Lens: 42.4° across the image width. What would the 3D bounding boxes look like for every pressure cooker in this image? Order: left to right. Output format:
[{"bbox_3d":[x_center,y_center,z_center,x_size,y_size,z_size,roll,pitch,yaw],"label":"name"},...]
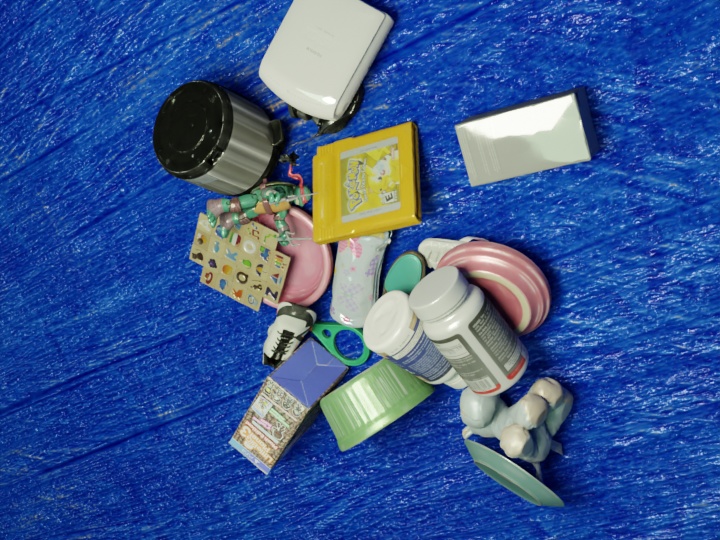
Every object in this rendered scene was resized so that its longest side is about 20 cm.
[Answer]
[{"bbox_3d":[-0.240,-0.220,1.614,0.176,0.200,0.179,35,99,33],"label":"pressure cooker"}]

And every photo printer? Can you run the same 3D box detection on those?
[{"bbox_3d":[-0.062,-0.356,1.508,0.166,0.069,0.201,32,96,12],"label":"photo printer"}]

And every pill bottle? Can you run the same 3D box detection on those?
[{"bbox_3d":[0.110,0.124,1.572,0.199,0.111,0.111,32,127,-30],"label":"pill bottle"},{"bbox_3d":[0.172,0.095,1.480,0.113,0.114,0.200,-26,115,30],"label":"pill bottle"}]

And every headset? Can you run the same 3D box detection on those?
[{"bbox_3d":[-0.078,-0.272,1.569,0.123,0.094,0.201,32,108,12],"label":"headset"}]

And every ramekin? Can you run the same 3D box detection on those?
[{"bbox_3d":[0.024,0.225,1.647,0.200,0.200,0.098,-36,83,31],"label":"ramekin"}]

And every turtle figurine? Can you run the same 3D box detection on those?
[{"bbox_3d":[-0.156,-0.106,1.594,0.198,0.101,0.150,-10,143,11],"label":"turtle figurine"}]

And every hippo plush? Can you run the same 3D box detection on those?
[{"bbox_3d":[0.260,0.242,1.590,0.160,0.200,0.160,26,76,36],"label":"hippo plush"}]

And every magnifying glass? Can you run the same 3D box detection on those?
[{"bbox_3d":[-0.069,0.114,1.750,0.199,0.022,0.080,26,118,13],"label":"magnifying glass"}]

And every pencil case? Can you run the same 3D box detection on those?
[{"bbox_3d":[0.000,0.000,1.638,0.090,0.083,0.201,13,114,7],"label":"pencil case"}]

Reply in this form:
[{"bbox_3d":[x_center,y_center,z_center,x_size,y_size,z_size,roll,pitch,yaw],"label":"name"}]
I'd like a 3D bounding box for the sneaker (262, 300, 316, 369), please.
[{"bbox_3d":[-0.134,0.122,1.702,0.073,0.080,0.200,21,150,-5],"label":"sneaker"}]

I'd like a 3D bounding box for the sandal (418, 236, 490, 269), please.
[{"bbox_3d":[0.196,-0.026,1.549,0.201,0.050,0.083,15,138,17],"label":"sandal"}]

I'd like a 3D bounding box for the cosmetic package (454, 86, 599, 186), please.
[{"bbox_3d":[0.258,-0.207,1.438,0.199,0.090,0.108,-10,104,25],"label":"cosmetic package"}]

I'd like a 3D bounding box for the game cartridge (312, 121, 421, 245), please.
[{"bbox_3d":[0.007,-0.145,1.560,0.199,0.032,0.178,-11,70,27],"label":"game cartridge"}]

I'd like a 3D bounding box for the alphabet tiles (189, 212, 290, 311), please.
[{"bbox_3d":[-0.224,-0.023,1.706,0.199,0.006,0.167,26,118,16],"label":"alphabet tiles"}]

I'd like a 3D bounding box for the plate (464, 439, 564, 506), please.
[{"bbox_3d":[0.258,0.357,1.596,0.199,0.200,0.026,33,78,11],"label":"plate"}]

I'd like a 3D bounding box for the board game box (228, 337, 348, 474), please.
[{"bbox_3d":[-0.134,0.253,1.740,0.097,0.159,0.201,38,126,8],"label":"board game box"}]

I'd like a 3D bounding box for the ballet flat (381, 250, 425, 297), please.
[{"bbox_3d":[0.070,0.043,1.627,0.068,0.068,0.201,30,119,15],"label":"ballet flat"}]

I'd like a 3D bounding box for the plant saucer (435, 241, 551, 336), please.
[{"bbox_3d":[0.212,0.044,1.531,0.199,0.051,0.201,15,135,16],"label":"plant saucer"}]

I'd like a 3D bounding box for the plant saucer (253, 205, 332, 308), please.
[{"bbox_3d":[-0.136,-0.029,1.702,0.199,0.051,0.202,9,112,24],"label":"plant saucer"}]
